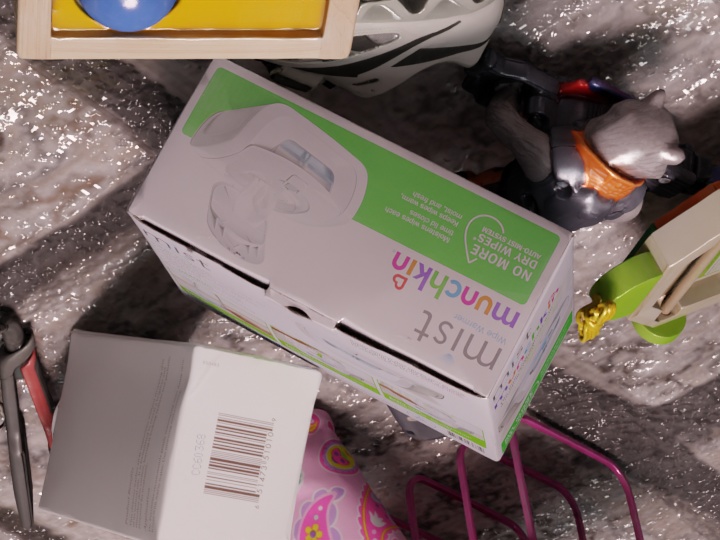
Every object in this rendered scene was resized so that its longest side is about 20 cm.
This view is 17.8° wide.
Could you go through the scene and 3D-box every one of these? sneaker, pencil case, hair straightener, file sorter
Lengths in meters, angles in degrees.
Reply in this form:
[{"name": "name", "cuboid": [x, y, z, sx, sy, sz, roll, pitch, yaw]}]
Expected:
[{"name": "sneaker", "cuboid": [-0.025, -0.119, 1.145, 0.198, 0.075, 0.089, -3, 139, -7]}, {"name": "pencil case", "cuboid": [-0.010, 0.185, 1.424, 0.087, 0.201, 0.088, -27, 160, -11]}, {"name": "hair straightener", "cuboid": [-0.220, 0.093, 1.393, 0.076, 0.041, 0.201, -10, 142, 0]}, {"name": "file sorter", "cuboid": [0.078, 0.202, 1.524, 0.199, 0.126, 0.139, -35, 136, 30]}]

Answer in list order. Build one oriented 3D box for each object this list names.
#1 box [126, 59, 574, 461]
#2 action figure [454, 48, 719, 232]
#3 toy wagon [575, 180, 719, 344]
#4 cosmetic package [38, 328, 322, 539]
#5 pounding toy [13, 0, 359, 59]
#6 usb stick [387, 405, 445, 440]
[{"name": "box", "cuboid": [0.000, 0.000, 1.158, 0.199, 0.097, 0.177, 27, 169, 12]}, {"name": "action figure", "cuboid": [0.118, -0.032, 1.263, 0.199, 0.105, 0.193, 18, 144, -27]}, {"name": "toy wagon", "cuboid": [0.200, -0.012, 1.290, 0.199, 0.040, 0.155, -18, 158, -25]}, {"name": "cosmetic package", "cuboid": [-0.106, 0.097, 1.291, 0.081, 0.114, 0.200, 13, 177, -25]}, {"name": "pounding toy", "cuboid": [-0.052, -0.177, 1.011, 0.198, 0.143, 0.185, -1, 141, -10]}, {"name": "usb stick", "cuboid": [0.020, 0.043, 1.388, 0.055, 0.033, 0.200, -19, 141, 11]}]
